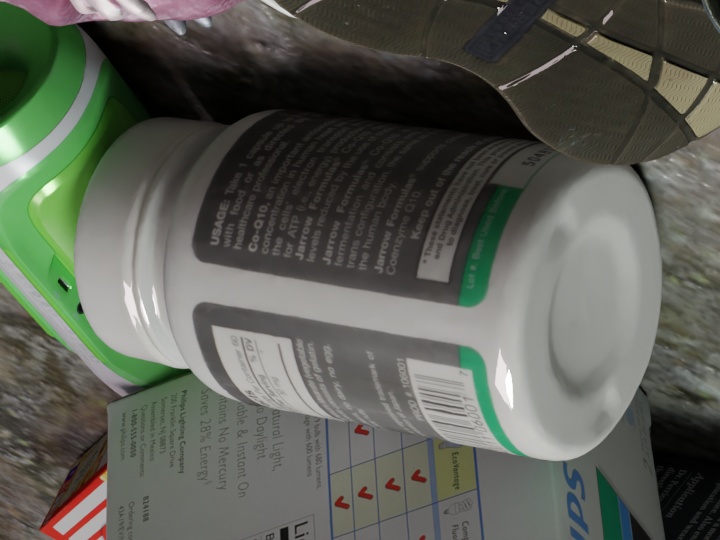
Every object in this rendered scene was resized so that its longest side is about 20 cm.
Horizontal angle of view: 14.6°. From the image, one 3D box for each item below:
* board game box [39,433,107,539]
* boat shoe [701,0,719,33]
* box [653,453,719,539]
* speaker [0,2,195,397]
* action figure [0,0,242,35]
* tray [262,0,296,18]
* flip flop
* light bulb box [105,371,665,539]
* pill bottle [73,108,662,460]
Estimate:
[{"bbox_3d":[-0.072,0.132,1.465,0.151,0.046,0.200,29,156,-8],"label":"board game box"},{"bbox_3d":[0.122,-0.088,0.798,0.076,0.060,0.200,7,150,37],"label":"boat shoe"},{"bbox_3d":[0.154,0.169,1.191,0.200,0.104,0.148,7,128,35],"label":"box"},{"bbox_3d":[-0.108,-0.023,1.129,0.088,0.089,0.200,10,152,32],"label":"speaker"},{"bbox_3d":[-0.037,-0.135,0.680,0.149,0.134,0.200,65,149,12],"label":"action figure"},{"bbox_3d":[-0.071,-0.167,0.828,0.200,0.022,0.107,31,122,-14],"label":"tray"},{"bbox_3d":[0.050,-0.089,0.860,0.200,0.058,0.081,18,137,-32],"label":"flip flop"},{"bbox_3d":[0.013,0.128,1.104,0.200,0.198,0.125,-20,138,20],"label":"light bulb box"},{"bbox_3d":[0.000,0.000,1.036,0.200,0.113,0.113,10,152,32],"label":"pill bottle"}]
